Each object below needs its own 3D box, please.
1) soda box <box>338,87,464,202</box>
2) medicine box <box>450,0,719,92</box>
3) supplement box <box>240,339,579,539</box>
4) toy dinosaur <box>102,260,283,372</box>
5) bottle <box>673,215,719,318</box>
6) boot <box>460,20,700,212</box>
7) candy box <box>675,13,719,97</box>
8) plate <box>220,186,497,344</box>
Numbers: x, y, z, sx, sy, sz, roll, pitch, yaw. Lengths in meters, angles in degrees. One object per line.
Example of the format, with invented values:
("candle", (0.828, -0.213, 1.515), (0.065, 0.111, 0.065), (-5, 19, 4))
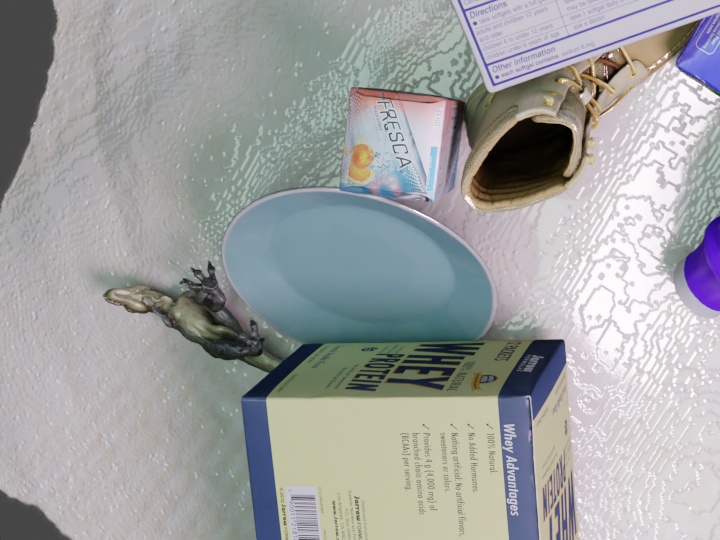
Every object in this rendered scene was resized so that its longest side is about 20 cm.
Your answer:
("soda box", (0.032, -0.086, 1.120), (0.063, 0.200, 0.069), (7, 96, 7))
("medicine box", (0.129, -0.240, 1.026), (0.182, 0.103, 0.200), (-18, 124, 13))
("supplement box", (0.041, 0.161, 1.158), (0.199, 0.134, 0.200), (-2, 103, 17))
("toy dinosaur", (-0.102, 0.047, 1.243), (0.200, 0.088, 0.047), (33, 64, 10))
("bottle", (0.280, -0.029, 1.074), (0.084, 0.065, 0.200), (38, 143, -6))
("boot", (0.151, -0.122, 1.100), (0.200, 0.155, 0.073), (-31, 106, 19))
("candy box", (0.337, -0.153, 1.087), (0.200, 0.077, 0.169), (34, 102, 13))
("plate", (0.000, 0.000, 1.173), (0.200, 0.200, 0.026), (2, 53, 17))
